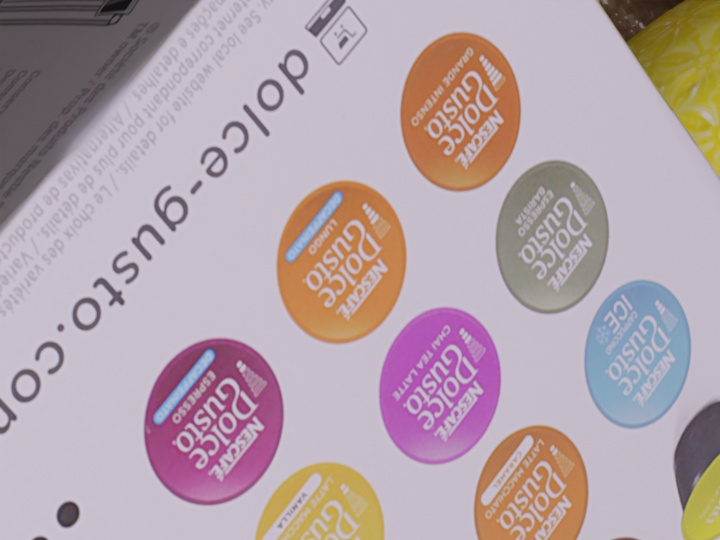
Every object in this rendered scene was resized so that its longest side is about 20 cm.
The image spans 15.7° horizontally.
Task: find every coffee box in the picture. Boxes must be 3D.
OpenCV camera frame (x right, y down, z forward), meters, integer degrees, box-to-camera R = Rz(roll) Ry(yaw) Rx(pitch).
[{"bbox_3d":[-0.048,0.032,0.570,0.200,0.199,0.198,-50,121,-20],"label":"coffee box"}]

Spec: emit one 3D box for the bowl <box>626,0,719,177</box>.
[{"bbox_3d":[0.088,0.011,0.720,0.107,0.200,0.202,1,92,-7],"label":"bowl"}]
